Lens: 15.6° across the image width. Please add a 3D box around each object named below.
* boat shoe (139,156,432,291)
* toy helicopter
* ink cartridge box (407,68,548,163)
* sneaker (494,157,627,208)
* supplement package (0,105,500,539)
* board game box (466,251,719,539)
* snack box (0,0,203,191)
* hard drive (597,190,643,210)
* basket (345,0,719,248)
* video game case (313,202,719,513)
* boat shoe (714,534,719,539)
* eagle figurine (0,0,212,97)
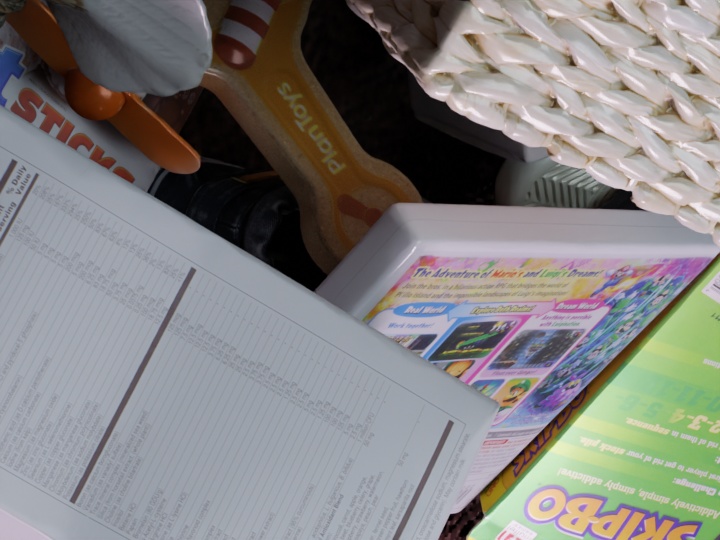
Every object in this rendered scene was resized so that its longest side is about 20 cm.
[{"bbox_3d":[0.000,0.000,1.081,0.200,0.091,0.071,11,93,-45],"label":"boat shoe"},{"bbox_3d":[-0.050,-0.076,0.968,0.132,0.079,0.200,-36,91,-30],"label":"toy helicopter"},{"bbox_3d":[0.116,-0.147,1.076,0.199,0.086,0.147,-20,119,-28],"label":"ink cartridge box"},{"bbox_3d":[0.106,-0.047,1.172,0.075,0.085,0.200,-43,153,18],"label":"sneaker"},{"bbox_3d":[-0.078,0.046,0.850,0.200,0.109,0.114,32,73,-14],"label":"supplement package"},{"bbox_3d":[0.138,0.065,1.123,0.095,0.030,0.200,31,111,-23],"label":"board game box"},{"bbox_3d":[-0.139,-0.094,0.969,0.200,0.024,0.072,42,70,-42],"label":"snack box"},{"bbox_3d":[0.172,-0.026,1.145,0.200,0.038,0.140,-40,153,10],"label":"hard drive"},{"bbox_3d":[0.104,-0.120,0.894,0.198,0.200,0.161,26,103,-28],"label":"basket"},{"bbox_3d":[0.027,0.041,1.030,0.200,0.024,0.182,0,139,-49],"label":"video game case"},{"bbox_3d":[0.157,0.109,1.225,0.063,0.073,0.200,-17,140,-30],"label":"boat shoe"},{"bbox_3d":[-0.146,-0.132,0.842,0.199,0.151,0.152,-9,113,-33],"label":"eagle figurine"}]
